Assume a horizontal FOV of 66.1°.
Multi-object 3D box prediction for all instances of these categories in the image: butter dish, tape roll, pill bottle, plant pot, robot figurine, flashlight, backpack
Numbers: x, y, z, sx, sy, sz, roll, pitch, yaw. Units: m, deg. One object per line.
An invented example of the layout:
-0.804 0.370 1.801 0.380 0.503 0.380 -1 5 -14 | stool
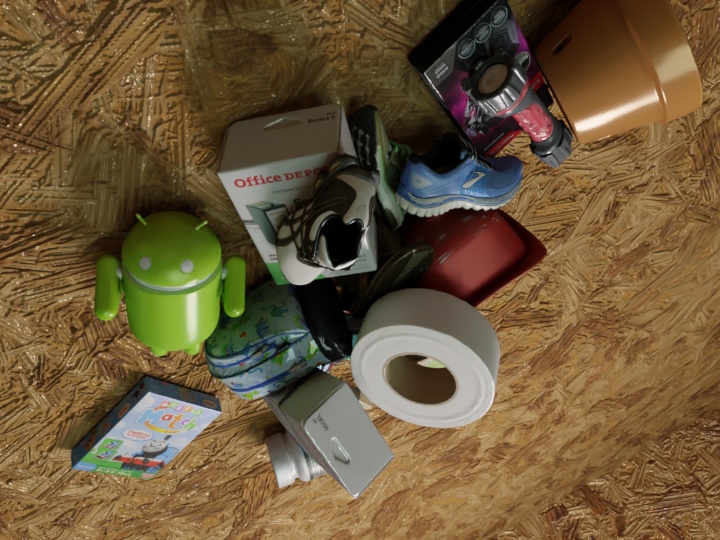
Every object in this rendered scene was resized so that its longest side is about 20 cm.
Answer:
0.132 -0.049 0.809 0.198 0.201 0.149 -35 118 5 | butter dish
0.087 0.123 0.755 0.198 0.071 0.205 11 133 12 | tape roll
-0.082 0.344 1.098 0.197 0.115 0.115 -17 138 -15 | pill bottle
0.311 -0.256 0.698 0.139 0.203 0.199 -28 143 24 | plant pot
-0.230 0.015 0.682 0.172 0.117 0.202 2 131 -16 | robot figurine
0.210 -0.193 0.701 0.068 0.068 0.199 -47 137 16 | flashlight
-0.130 0.096 0.808 0.199 0.165 0.153 -39 131 20 | backpack

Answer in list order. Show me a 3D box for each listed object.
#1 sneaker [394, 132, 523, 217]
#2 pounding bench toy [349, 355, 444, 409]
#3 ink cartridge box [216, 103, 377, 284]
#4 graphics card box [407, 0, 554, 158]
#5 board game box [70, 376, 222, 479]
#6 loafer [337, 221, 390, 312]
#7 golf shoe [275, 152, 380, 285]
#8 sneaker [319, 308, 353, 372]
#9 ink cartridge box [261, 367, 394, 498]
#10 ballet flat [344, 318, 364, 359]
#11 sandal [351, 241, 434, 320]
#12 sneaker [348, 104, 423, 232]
0.139 -0.130 0.719 0.197 0.079 0.091 -14 130 -28 | sneaker
0.057 0.127 0.940 0.197 0.158 0.124 -25 142 13 | pounding bench toy
-0.068 -0.083 0.674 0.143 0.085 0.202 -8 140 11 | ink cartridge box
0.161 -0.243 0.712 0.125 0.051 0.199 -41 137 11 | graphics card box
-0.352 0.267 0.919 0.200 0.037 0.151 -44 137 13 | board game box
0.000 0.000 0.836 0.069 0.076 0.202 -19 138 -18 | loafer
-0.045 -0.029 0.599 0.076 0.096 0.201 14 140 -19 | golf shoe
-0.055 0.149 0.949 0.094 0.080 0.202 -4 133 -30 | sneaker
-0.058 0.219 0.813 0.084 0.199 0.146 -39 110 -20 | ink cartridge box
0.032 0.091 0.859 0.196 0.070 0.070 -12 142 16 | ballet flat
0.033 0.009 0.774 0.080 0.055 0.200 -15 160 -25 | sandal
0.040 -0.145 0.734 0.088 0.077 0.201 -37 146 -12 | sneaker
